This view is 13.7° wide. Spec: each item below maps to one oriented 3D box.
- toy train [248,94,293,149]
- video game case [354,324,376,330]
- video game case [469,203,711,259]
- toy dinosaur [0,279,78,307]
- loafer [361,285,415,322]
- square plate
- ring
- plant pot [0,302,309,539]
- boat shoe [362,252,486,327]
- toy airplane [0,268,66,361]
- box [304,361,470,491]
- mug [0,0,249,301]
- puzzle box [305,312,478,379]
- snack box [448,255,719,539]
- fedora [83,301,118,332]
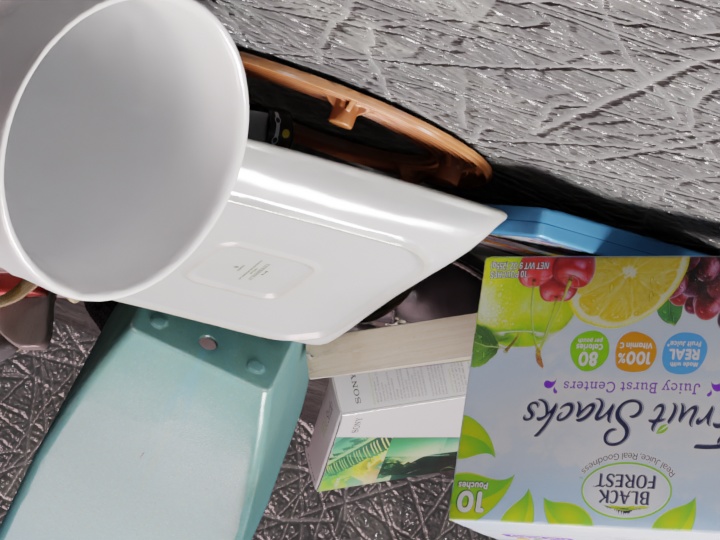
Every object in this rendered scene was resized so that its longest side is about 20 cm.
[{"bbox_3d":[-0.084,-0.072,1.572,0.046,0.034,0.200,9,177,-26],"label":"toy train"},{"bbox_3d":[0.028,0.038,2.018,0.182,0.022,0.200,21,180,-42],"label":"video game case"},{"bbox_3d":[0.103,-0.014,1.622,0.143,0.018,0.200,16,176,-28],"label":"video game case"},{"bbox_3d":[-0.162,-0.030,1.727,0.058,0.200,0.101,-4,-138,-31],"label":"toy dinosaur"},{"bbox_3d":[-0.014,-0.017,1.719,0.200,0.067,0.076,-5,-122,-58],"label":"loafer"},{"bbox_3d":[-0.057,-0.010,1.556,0.198,0.029,0.200,14,154,-25],"label":"square plate"},{"bbox_3d":[-0.027,-0.077,1.573,0.200,0.019,0.200,21,174,2],"label":"ring"},{"bbox_3d":[-0.108,0.090,1.767,0.141,0.142,0.200,25,131,-1],"label":"plant pot"},{"bbox_3d":[0.000,0.000,1.841,0.200,0.072,0.065,24,-165,19],"label":"boat shoe"},{"bbox_3d":[-0.277,0.018,1.868,0.200,0.141,0.199,27,169,-23],"label":"toy airplane"},{"bbox_3d":[0.071,0.089,1.911,0.199,0.036,0.144,-7,158,-10],"label":"box"},{"bbox_3d":[-0.171,-0.100,1.386,0.175,0.148,0.200,23,147,42],"label":"mug"},{"bbox_3d":[0.081,0.036,1.695,0.133,0.026,0.200,-5,177,-44],"label":"puzzle box"},{"bbox_3d":[0.149,0.066,1.499,0.199,0.143,0.053,-1,165,33],"label":"snack box"},{"bbox_3d":[-0.106,0.025,1.887,0.201,0.092,0.201,42,-178,-2],"label":"fedora"}]
